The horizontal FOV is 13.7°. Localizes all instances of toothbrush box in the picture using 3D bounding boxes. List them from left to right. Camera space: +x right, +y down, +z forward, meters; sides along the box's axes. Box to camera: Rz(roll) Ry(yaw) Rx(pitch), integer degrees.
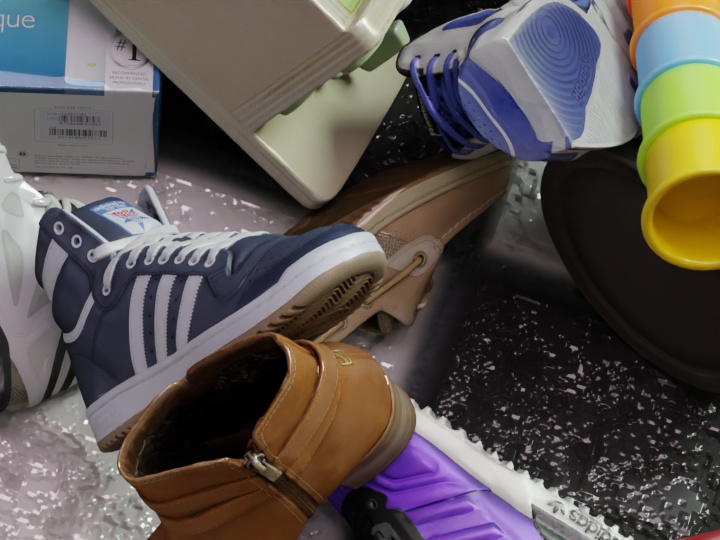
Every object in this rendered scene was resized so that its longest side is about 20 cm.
[{"bbox_3d":[-0.170,-0.154,1.518,0.146,0.085,0.200,3,60,-4],"label":"toothbrush box"}]

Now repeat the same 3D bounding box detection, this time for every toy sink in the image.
[{"bbox_3d":[-0.035,-0.152,1.452,0.200,0.112,0.130,45,45,-15],"label":"toy sink"}]

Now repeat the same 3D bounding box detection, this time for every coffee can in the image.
[{"bbox_3d":[0.208,-0.057,1.464,0.200,0.146,0.146,-40,72,-23],"label":"coffee can"}]

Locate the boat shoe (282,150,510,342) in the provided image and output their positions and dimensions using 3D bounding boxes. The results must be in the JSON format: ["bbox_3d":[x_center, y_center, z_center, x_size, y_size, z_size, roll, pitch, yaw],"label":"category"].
[{"bbox_3d":[0.000,0.000,1.466,0.200,0.071,0.065,-31,103,-28],"label":"boat shoe"}]

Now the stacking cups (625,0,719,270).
[{"bbox_3d":[0.152,-0.086,1.371,0.060,0.061,0.200,4,41,-3],"label":"stacking cups"}]

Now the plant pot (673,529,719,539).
[{"bbox_3d":[0.146,0.211,1.272,0.200,0.182,0.201,2,82,-17],"label":"plant pot"}]

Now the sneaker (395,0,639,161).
[{"bbox_3d":[0.070,-0.084,1.412,0.081,0.115,0.199,59,25,-8],"label":"sneaker"}]

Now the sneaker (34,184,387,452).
[{"bbox_3d":[-0.075,-0.002,1.336,0.070,0.200,0.109,-13,75,-44],"label":"sneaker"}]

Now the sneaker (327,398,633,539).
[{"bbox_3d":[0.033,0.131,1.389,0.200,0.070,0.100,28,65,11],"label":"sneaker"}]

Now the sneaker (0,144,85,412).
[{"bbox_3d":[-0.172,-0.034,1.433,0.115,0.076,0.201,-18,100,-28],"label":"sneaker"}]

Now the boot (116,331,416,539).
[{"bbox_3d":[-0.067,0.108,1.314,0.200,0.155,0.077,-41,69,9],"label":"boot"}]
